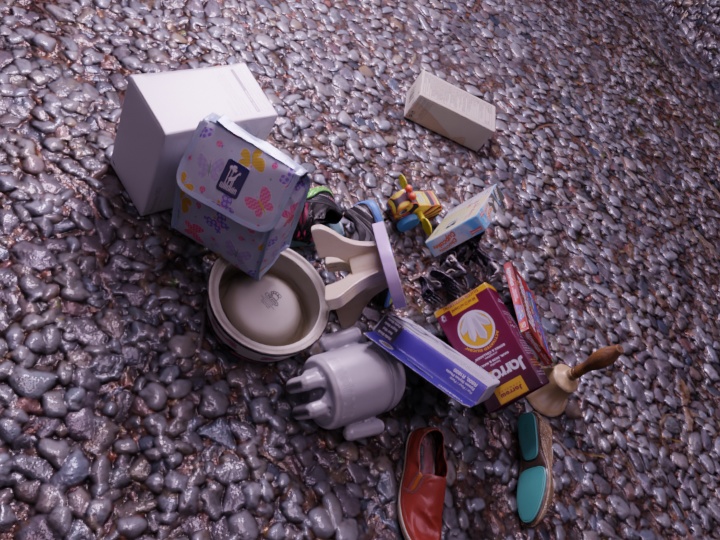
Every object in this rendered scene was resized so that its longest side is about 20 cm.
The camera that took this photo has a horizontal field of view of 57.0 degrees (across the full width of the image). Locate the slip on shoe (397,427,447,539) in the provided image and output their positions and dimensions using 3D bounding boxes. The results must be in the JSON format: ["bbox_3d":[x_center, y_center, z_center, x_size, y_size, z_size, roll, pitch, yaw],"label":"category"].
[{"bbox_3d":[0.101,0.334,1.017,0.074,0.061,0.201,20,54,-20],"label":"slip on shoe"}]

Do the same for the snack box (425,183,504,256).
[{"bbox_3d":[0.207,-0.100,1.288,0.037,0.116,0.200,56,31,-8],"label":"snack box"}]

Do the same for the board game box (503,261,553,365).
[{"bbox_3d":[0.320,0.078,1.274,0.103,0.019,0.200,48,25,-29],"label":"board game box"}]

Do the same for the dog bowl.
[{"bbox_3d":[-0.152,0.056,1.044,0.200,0.074,0.201,15,53,-21],"label":"dog bowl"}]

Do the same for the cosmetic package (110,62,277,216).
[{"bbox_3d":[-0.270,-0.210,1.064,0.200,0.199,0.123,-20,70,-37],"label":"cosmetic package"}]

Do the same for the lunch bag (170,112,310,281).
[{"bbox_3d":[-0.176,-0.110,0.965,0.169,0.200,0.127,32,45,4],"label":"lunch bag"}]

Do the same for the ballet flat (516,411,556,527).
[{"bbox_3d":[0.307,0.340,1.132,0.065,0.070,0.200,31,52,-28],"label":"ballet flat"}]

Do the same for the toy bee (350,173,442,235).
[{"bbox_3d":[0.095,-0.120,1.281,0.131,0.109,0.200,48,49,3],"label":"toy bee"}]

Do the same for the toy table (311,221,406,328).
[{"bbox_3d":[0.000,0.000,1.073,0.117,0.200,0.184,-15,103,4],"label":"toy table"}]

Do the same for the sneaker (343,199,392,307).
[{"bbox_3d":[0.018,-0.027,1.204,0.082,0.071,0.200,-16,80,3],"label":"sneaker"}]

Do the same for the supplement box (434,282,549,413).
[{"bbox_3d":[0.231,0.136,1.172,0.200,0.110,0.086,63,17,18],"label":"supplement box"}]

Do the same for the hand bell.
[{"bbox_3d":[0.393,0.182,1.194,0.104,0.200,0.104,14,55,-21],"label":"hand bell"}]

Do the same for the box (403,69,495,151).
[{"bbox_3d":[0.207,-0.365,1.524,0.200,0.078,0.095,23,51,-16],"label":"box"}]

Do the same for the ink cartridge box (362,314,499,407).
[{"bbox_3d":[0.120,0.140,1.057,0.199,0.041,0.200,34,6,19],"label":"ink cartridge box"}]

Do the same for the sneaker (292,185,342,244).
[{"bbox_3d":[-0.104,-0.083,1.138,0.200,0.077,0.084,-32,76,-39],"label":"sneaker"}]

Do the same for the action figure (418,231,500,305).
[{"bbox_3d":[0.192,0.001,1.243,0.102,0.119,0.200,49,43,3],"label":"action figure"}]

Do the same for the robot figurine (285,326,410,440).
[{"bbox_3d":[-0.012,0.174,1.020,0.200,0.113,0.170,-11,85,-35],"label":"robot figurine"}]

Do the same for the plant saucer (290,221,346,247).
[{"bbox_3d":[-0.115,-0.076,1.189,0.199,0.019,0.070,-6,64,-34],"label":"plant saucer"}]
